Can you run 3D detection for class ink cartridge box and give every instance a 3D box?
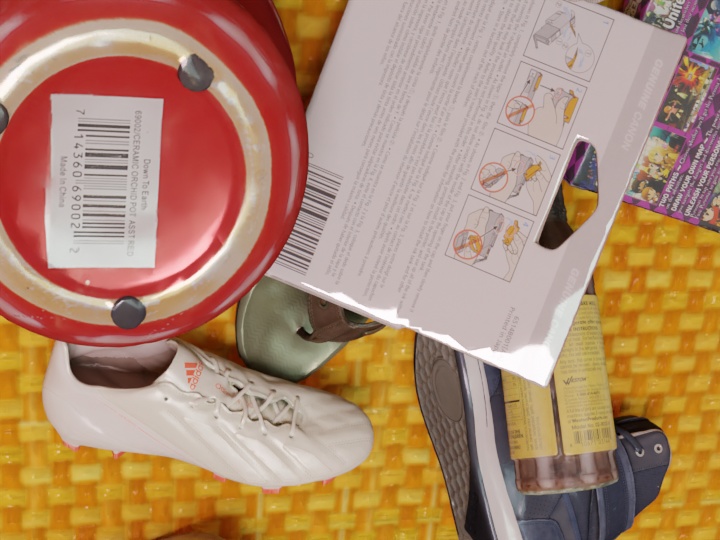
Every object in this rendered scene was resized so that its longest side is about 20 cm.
[{"bbox_3d":[0.056,-0.063,0.697,0.174,0.045,0.203,22,94,2],"label":"ink cartridge box"}]

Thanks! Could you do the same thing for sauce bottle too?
[{"bbox_3d":[0.110,0.027,0.755,0.064,0.065,0.203,-2,82,-14],"label":"sauce bottle"}]

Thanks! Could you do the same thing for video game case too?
[{"bbox_3d":[0.235,-0.123,0.781,0.179,0.036,0.202,14,109,-20],"label":"video game case"}]

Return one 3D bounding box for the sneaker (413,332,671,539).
[{"bbox_3d":[0.119,0.092,0.829,0.144,0.077,0.205,-19,104,-20],"label":"sneaker"}]

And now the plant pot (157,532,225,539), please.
[{"bbox_3d":[-0.105,0.276,0.793,0.198,0.201,0.191,-22,101,-4],"label":"plant pot"}]

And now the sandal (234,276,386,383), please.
[{"bbox_3d":[0.000,-0.001,0.751,0.080,0.058,0.200,40,113,-23],"label":"sandal"}]

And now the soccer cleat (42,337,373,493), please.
[{"bbox_3d":[-0.087,0.078,0.751,0.197,0.070,0.078,8,129,-4],"label":"soccer cleat"}]

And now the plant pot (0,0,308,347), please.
[{"bbox_3d":[-0.119,-0.074,0.630,0.197,0.183,0.203,-7,116,-14],"label":"plant pot"}]
